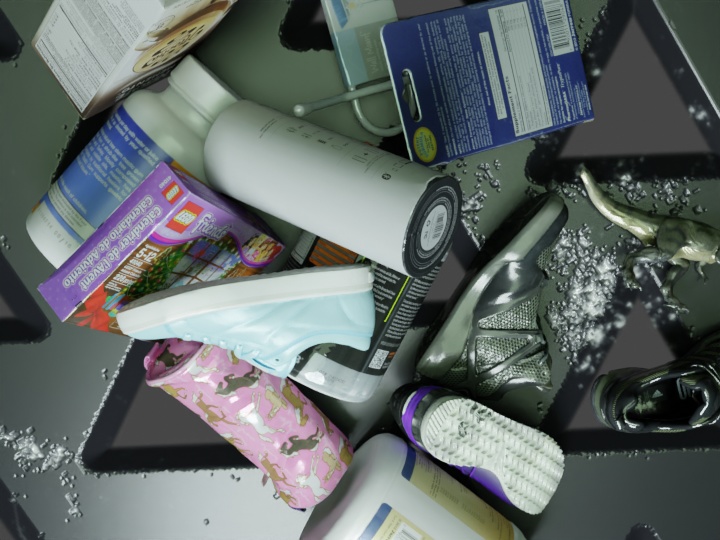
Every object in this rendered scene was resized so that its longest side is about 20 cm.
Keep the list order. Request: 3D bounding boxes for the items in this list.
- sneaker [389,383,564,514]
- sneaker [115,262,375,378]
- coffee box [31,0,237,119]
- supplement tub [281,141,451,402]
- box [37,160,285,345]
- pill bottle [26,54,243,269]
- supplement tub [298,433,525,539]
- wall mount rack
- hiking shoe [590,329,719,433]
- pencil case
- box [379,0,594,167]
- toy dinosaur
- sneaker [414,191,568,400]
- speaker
[{"bbox_3d":[0.102,0.152,0.909,0.200,0.099,0.070,37,79,-35],"label":"sneaker"},{"bbox_3d":[-0.083,0.046,0.762,0.198,0.074,0.083,-7,93,-4],"label":"sneaker"},{"bbox_3d":[-0.166,-0.208,0.777,0.113,0.200,0.080,-38,97,-33],"label":"coffee box"},{"bbox_3d":[0.000,0.000,0.860,0.122,0.123,0.201,28,97,-5],"label":"supplement tub"},{"bbox_3d":[-0.153,-0.004,0.820,0.137,0.200,0.039,-45,71,5],"label":"box"},{"bbox_3d":[-0.179,-0.081,0.850,0.112,0.112,0.200,42,96,-6],"label":"pill bottle"},{"bbox_3d":[0.058,0.256,0.886,0.200,0.144,0.145,38,96,-5],"label":"supplement tub"},{"bbox_3d":[-0.008,-0.206,0.834,0.173,0.074,0.201,-21,99,-25],"label":"wall mount rack"},{"bbox_3d":[0.312,0.107,0.891,0.199,0.101,0.076,-20,99,2],"label":"hiking shoe"},{"bbox_3d":[-0.095,0.122,0.868,0.086,0.083,0.200,-42,116,-2],"label":"pencil case"},{"bbox_3d":[0.104,-0.163,0.841,0.199,0.032,0.122,-19,100,-29],"label":"box"},{"bbox_3d":[0.276,-0.016,0.903,0.199,0.047,0.089,21,83,-3],"label":"toy dinosaur"},{"bbox_3d":[0.145,0.032,0.893,0.114,0.076,0.200,30,99,-7],"label":"sneaker"},{"bbox_3d":[-0.025,-0.067,0.769,0.199,0.081,0.082,24,98,29],"label":"speaker"}]
